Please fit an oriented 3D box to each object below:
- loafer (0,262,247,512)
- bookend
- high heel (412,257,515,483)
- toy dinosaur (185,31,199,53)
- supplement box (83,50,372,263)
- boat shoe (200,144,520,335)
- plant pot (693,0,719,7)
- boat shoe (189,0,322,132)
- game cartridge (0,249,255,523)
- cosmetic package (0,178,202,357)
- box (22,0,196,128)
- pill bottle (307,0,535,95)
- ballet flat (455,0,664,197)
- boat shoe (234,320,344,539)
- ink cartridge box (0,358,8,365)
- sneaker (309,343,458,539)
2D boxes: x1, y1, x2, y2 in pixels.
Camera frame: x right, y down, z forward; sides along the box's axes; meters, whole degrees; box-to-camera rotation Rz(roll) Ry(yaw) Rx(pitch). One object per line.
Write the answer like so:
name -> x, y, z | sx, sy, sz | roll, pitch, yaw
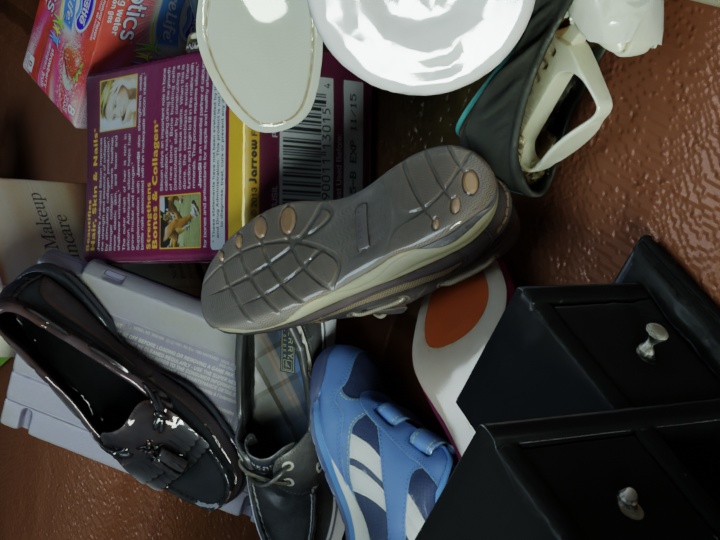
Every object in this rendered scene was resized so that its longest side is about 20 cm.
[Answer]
loafer -> -0.157, 0.084, 0.974 | 0.200, 0.063, 0.072 | 46, 112, -3
bookend -> 0.100, 0.082, 0.681 | 0.200, 0.197, 0.093 | 54, 131, 38
high heel -> 0.081, 0.078, 0.839 | 0.067, 0.096, 0.202 | -25, 47, 31
toy dinosaur -> -0.051, -0.199, 1.002 | 0.199, 0.047, 0.089 | -20, 88, 49
supplement box -> -0.090, -0.069, 1.000 | 0.199, 0.102, 0.132 | 1, 90, 51
boat shoe -> 0.000, 0.000, 0.850 | 0.199, 0.073, 0.075 | -18, 53, 31
plant pot -> 0.183, -0.174, 0.610 | 0.183, 0.199, 0.202 | 33, 115, 34
boat shoe -> -0.072, -0.176, 0.853 | 0.062, 0.074, 0.201 | -113, 2, -65
game cartridge -> -0.131, 0.075, 1.016 | 0.198, 0.038, 0.131 | 21, 106, 6
cosmetic package -> -0.226, -0.002, 1.093 | 0.087, 0.199, 0.104 | -51, 53, 39
box -> -0.158, -0.208, 1.096 | 0.100, 0.095, 0.201 | 45, 123, 43
pill bottle -> 0.026, -0.164, 0.794 | 0.200, 0.110, 0.112 | -94, 18, -71
ballet flat -> 0.115, -0.117, 0.782 | 0.069, 0.068, 0.201 | 51, 138, 27
boat shoe -> -0.048, 0.099, 0.945 | 0.069, 0.066, 0.202 | 11, 108, 24
ink cartridge box -> -0.338, -0.031, 1.337 | 0.148, 0.075, 0.202 | -34, 62, 47
sneaker -> 0.029, 0.118, 0.875 | 0.082, 0.074, 0.201 | -35, 51, 18
